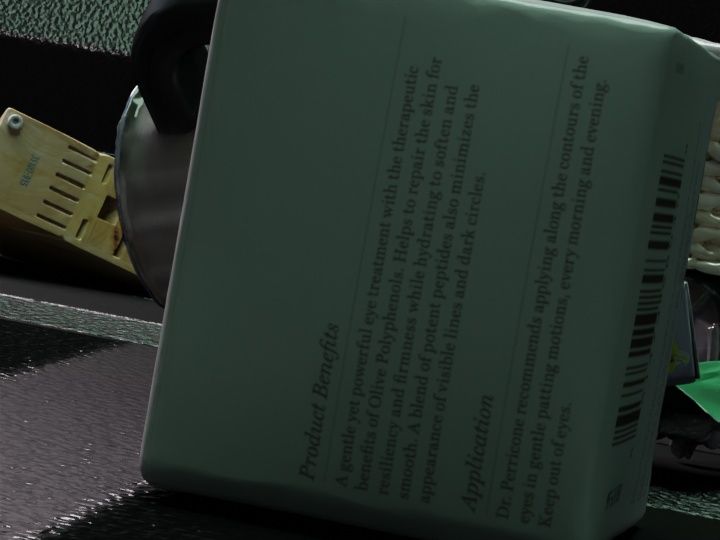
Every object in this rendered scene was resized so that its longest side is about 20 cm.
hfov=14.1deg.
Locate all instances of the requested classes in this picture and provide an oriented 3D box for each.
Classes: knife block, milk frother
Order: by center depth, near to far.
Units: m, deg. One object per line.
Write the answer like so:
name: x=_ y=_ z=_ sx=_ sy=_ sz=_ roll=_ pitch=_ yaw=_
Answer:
milk frother: x=0.005 y=-0.089 z=1.340 sx=0.188 sy=0.181 sz=0.200 roll=-4 pitch=23 yaw=25
knife block: x=-0.210 y=-0.041 z=1.891 sx=0.200 sy=0.064 sz=0.176 roll=25 pitch=-14 yaw=-8

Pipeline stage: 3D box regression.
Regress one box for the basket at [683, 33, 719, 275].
basket: x=0.241 y=-0.055 z=1.601 sx=0.135 sy=0.124 sz=0.200 roll=12 pitch=4 yaw=17

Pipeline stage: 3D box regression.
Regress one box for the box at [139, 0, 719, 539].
box: x=0.034 y=-0.005 z=1.115 sx=0.171 sy=0.199 sz=0.200 roll=10 pitch=3 yaw=12

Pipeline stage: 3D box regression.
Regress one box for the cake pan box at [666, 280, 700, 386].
cake pan box: x=0.046 y=0.032 z=1.347 sx=0.184 sy=0.052 sz=0.200 roll=-6 pitch=5 yaw=-6

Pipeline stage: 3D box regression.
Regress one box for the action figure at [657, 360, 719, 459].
action figure: x=0.183 y=0.072 z=1.416 sx=0.200 sy=0.055 sz=0.118 roll=0 pitch=8 yaw=-45

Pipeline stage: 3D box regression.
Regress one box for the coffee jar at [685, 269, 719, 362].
coffee jar: x=0.219 y=0.045 z=1.639 sx=0.104 sy=0.086 sz=0.200 roll=3 pitch=-1 yaw=42
